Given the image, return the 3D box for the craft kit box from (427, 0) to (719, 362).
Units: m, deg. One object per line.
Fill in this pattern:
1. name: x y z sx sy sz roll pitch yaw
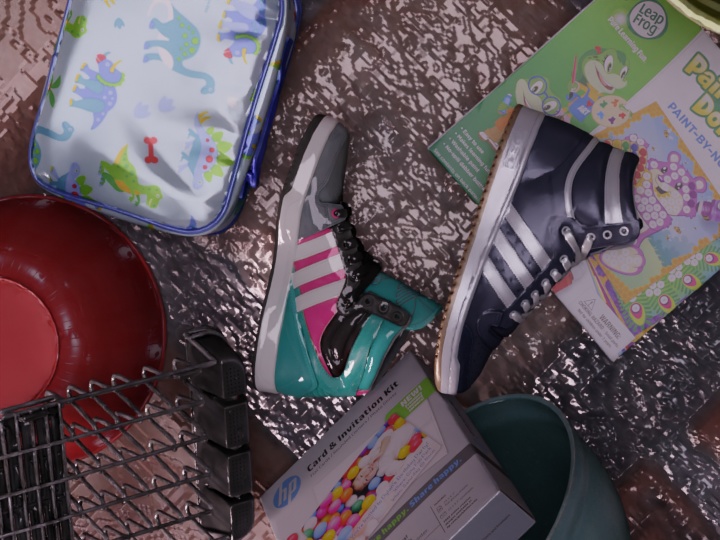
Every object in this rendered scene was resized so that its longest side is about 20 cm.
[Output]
1. craft kit box: 0.184 -0.075 1.244 0.197 0.049 0.200 -42 89 4

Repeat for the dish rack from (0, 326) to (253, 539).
1. dish rack: -0.162 0.134 1.208 0.199 0.055 0.154 -14 111 -30

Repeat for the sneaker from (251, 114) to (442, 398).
1. sneaker: 0.000 0.000 1.243 0.120 0.084 0.201 13 102 10

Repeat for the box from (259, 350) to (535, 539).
1. box: 0.019 0.159 1.198 0.156 0.200 0.041 -45 116 7

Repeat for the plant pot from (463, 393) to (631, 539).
1. plant pot: 0.105 0.203 1.208 0.200 0.200 0.134 -44 116 6

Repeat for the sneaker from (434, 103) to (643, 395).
1. sneaker: 0.123 -0.001 1.199 0.108 0.070 0.201 18 92 6

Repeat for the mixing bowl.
1. mixing bowl: -0.243 0.047 1.259 0.199 0.108 0.201 0 93 5

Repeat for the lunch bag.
1. lunch bag: -0.133 -0.129 1.250 0.160 0.082 0.201 16 95 5

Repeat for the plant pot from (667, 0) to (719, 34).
1. plant pot: 0.254 -0.248 1.150 0.200 0.184 0.201 0 99 2
